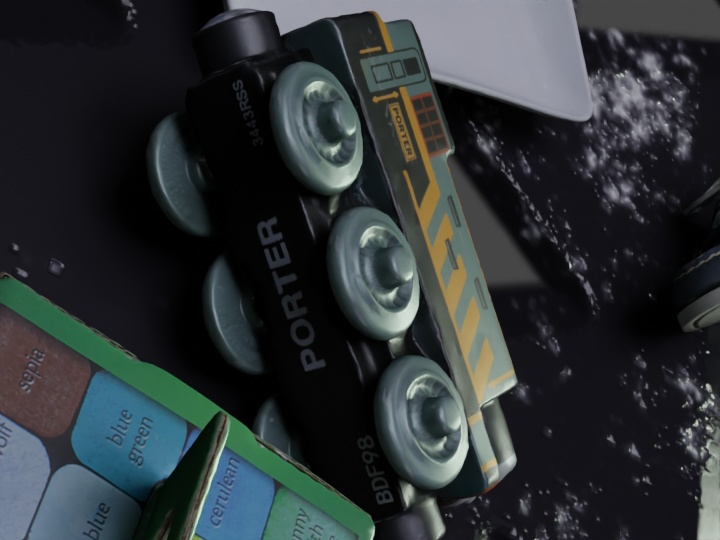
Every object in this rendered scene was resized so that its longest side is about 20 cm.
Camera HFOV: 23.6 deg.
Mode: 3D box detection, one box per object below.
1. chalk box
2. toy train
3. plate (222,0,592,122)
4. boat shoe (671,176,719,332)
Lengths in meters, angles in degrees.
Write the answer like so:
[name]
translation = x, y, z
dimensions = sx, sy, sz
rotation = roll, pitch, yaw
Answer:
[chalk box]
translation = -0.084, 0.096, 0.420
dimensions = 0.124, 0.200, 0.125
rotation = 36, 50, -22
[toy train]
translation = 0.000, 0.000, 0.621
dimensions = 0.114, 0.085, 0.201
rotation = -22, 93, -54
[plate]
translation = 0.008, -0.165, 0.752
dimensions = 0.199, 0.032, 0.201
rotation = 9, 63, -38
[boat shoe]
translation = 0.196, -0.025, 0.818
dimensions = 0.199, 0.075, 0.062
rotation = -24, 87, -47
